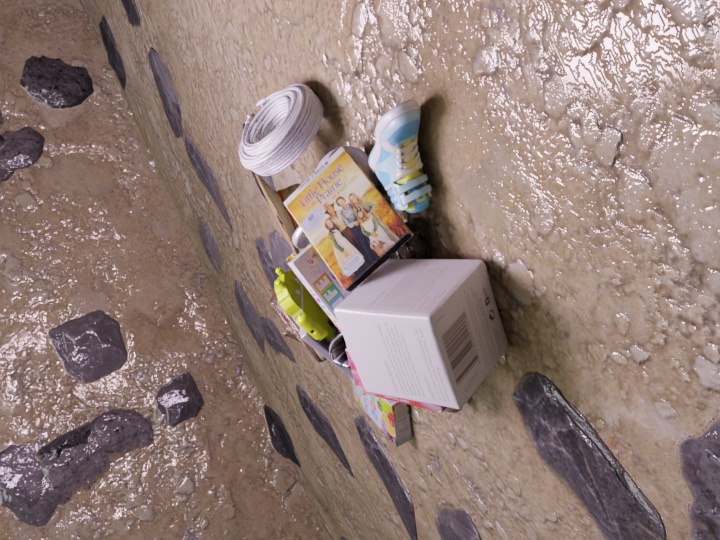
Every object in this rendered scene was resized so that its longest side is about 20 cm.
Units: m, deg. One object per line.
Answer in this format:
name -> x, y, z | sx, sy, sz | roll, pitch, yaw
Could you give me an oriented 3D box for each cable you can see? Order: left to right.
cable -> -0.159, -0.275, 1.337 | 0.198, 0.203, 0.069 | -17, 137, 40

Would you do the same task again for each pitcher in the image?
pitcher -> -0.052, -0.127, 1.270 | 0.122, 0.171, 0.201 | 47, 155, 15

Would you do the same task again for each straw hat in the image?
straw hat -> -0.133, -0.125, 1.391 | 0.204, 0.084, 0.201 | 62, 175, 10

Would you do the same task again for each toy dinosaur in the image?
toy dinosaur -> 0.086, -0.035, 1.208 | 0.200, 0.075, 0.104 | 132, 123, -73

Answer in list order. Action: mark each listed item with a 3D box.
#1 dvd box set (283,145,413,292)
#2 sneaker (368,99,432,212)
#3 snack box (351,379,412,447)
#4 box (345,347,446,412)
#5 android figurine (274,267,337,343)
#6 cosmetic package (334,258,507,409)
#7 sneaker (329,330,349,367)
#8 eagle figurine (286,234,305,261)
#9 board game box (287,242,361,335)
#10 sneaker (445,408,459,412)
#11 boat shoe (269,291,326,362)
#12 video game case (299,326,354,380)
dvd box set -> -0.024, -0.088, 1.135 | 0.201, 0.146, 0.029 | 54, -169, 22
sneaker -> 0.078, -0.168, 1.060 | 0.132, 0.078, 0.200 | 62, 168, 13
snack box -> 0.047, 0.315, 1.664 | 0.200, 0.052, 0.144 | 41, 147, 46
box -> 0.082, 0.174, 1.246 | 0.197, 0.094, 0.104 | 6, 123, 38
android figurine -> -0.121, 0.073, 1.504 | 0.200, 0.041, 0.183 | 47, -162, -27
cosmetic package -> 0.097, 0.092, 1.078 | 0.197, 0.165, 0.167 | 3, 122, 43
sneaker -> -0.009, 0.186, 1.523 | 0.076, 0.147, 0.205 | 13, 133, 25
eagle figurine -> -0.099, -0.059, 1.505 | 0.151, 0.149, 0.204 | -27, 71, 45
board game box -> -0.017, 0.022, 1.210 | 0.201, 0.134, 0.034 | 52, 162, -13
sneaker -> 0.137, 0.193, 1.337 | 0.199, 0.069, 0.077 | 35, 127, 43
boat shoe -> -0.145, 0.133, 1.590 | 0.204, 0.074, 0.074 | 58, -163, 15
video game case -> -0.075, 0.143, 1.590 | 0.200, 0.022, 0.184 | 43, -160, -33
